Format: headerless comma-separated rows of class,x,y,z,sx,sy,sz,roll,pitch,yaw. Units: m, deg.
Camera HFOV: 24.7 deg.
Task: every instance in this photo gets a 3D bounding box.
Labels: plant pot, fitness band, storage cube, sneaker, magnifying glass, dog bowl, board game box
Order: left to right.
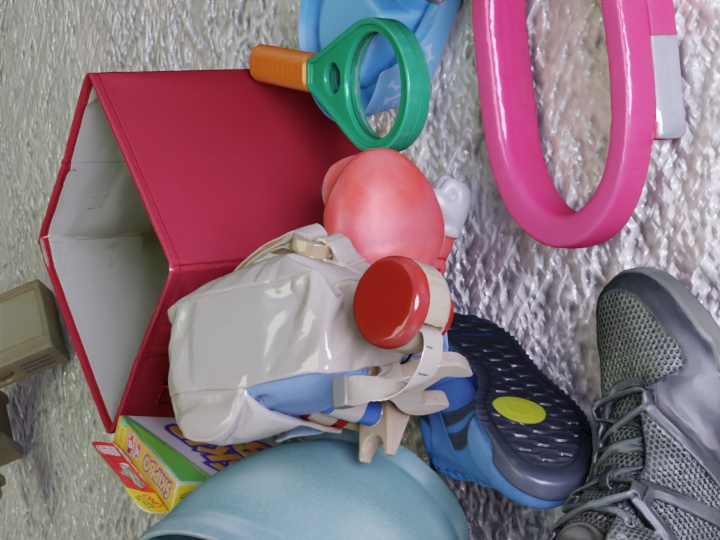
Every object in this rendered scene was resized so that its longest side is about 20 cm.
storage cube,-0.096,-0.016,1.115,0.201,0.178,0.172,62,143,32
board game box,-0.068,0.127,1.066,0.095,0.199,0.030,37,118,52
plant pot,-0.017,0.176,0.955,0.199,0.134,0.201,24,142,21
magnifying glass,-0.016,-0.120,1.023,0.199,0.022,0.080,20,112,56
dog bowl,0.020,-0.185,1.017,0.112,0.049,0.201,57,139,39
sneaker,0.075,0.095,0.920,0.200,0.065,0.079,-125,44,-65
fitness band,0.111,-0.113,0.883,0.143,0.037,0.202,-11,84,60
sneaker,0.134,0.096,0.799,0.076,0.113,0.201,-22,74,54

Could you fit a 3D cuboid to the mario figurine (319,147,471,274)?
mario figurine,0.000,0.000,1.006,0.105,0.124,0.201,21,137,13

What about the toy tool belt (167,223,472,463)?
toy tool belt,-0.005,0.039,0.895,0.199,0.122,0.126,-16,69,40

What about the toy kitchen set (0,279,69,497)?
toy kitchen set,-0.356,0.150,1.699,0.200,0.179,0.164,56,-167,-61

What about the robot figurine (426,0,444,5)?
robot figurine,0.059,-0.242,0.878,0.144,0.058,0.202,-23,60,36
